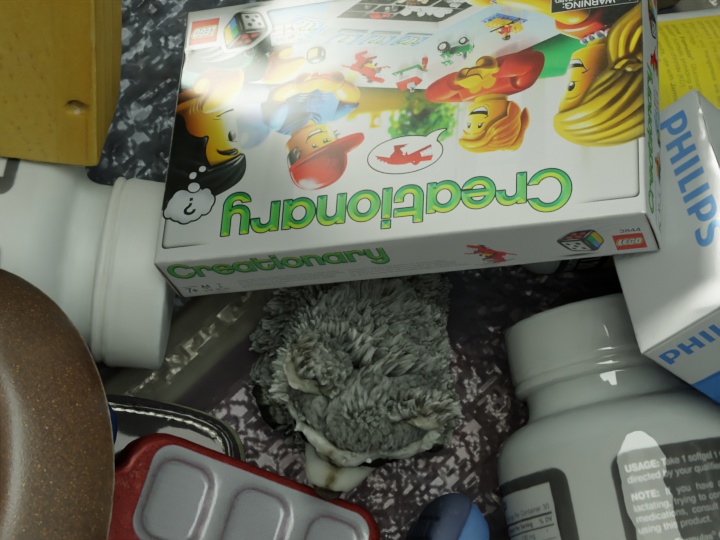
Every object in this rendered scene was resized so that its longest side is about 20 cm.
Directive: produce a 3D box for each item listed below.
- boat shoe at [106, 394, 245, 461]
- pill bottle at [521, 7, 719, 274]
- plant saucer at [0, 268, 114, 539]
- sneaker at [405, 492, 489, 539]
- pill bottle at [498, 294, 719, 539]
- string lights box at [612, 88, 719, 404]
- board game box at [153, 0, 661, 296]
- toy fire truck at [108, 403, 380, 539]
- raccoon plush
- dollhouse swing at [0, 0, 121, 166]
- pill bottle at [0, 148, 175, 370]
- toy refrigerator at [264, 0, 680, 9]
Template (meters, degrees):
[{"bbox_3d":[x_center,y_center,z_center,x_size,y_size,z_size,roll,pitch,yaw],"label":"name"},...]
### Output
[{"bbox_3d":[-0.150,0.085,0.728,0.200,0.065,0.072,4,80,-4],"label":"boat shoe"},{"bbox_3d":[0.163,-0.064,0.770,0.200,0.112,0.112,-7,77,-7],"label":"pill bottle"},{"bbox_3d":[-0.180,0.086,0.612,0.200,0.034,0.200,-11,66,27],"label":"plant saucer"},{"bbox_3d":[0.036,0.196,0.718,0.082,0.074,0.200,11,84,-2],"label":"sneaker"},{"bbox_3d":[0.120,0.115,0.715,0.111,0.111,0.200,-9,77,-7],"label":"pill bottle"},{"bbox_3d":[0.185,0.019,0.704,0.200,0.059,0.103,31,36,-38],"label":"string lights box"},{"bbox_3d":[0.019,-0.059,0.684,0.200,0.035,0.126,-6,60,18],"label":"board game box"},{"bbox_3d":[-0.102,0.142,0.677,0.200,0.112,0.168,24,71,-18],"label":"toy fire truck"},{"bbox_3d":[0.000,0.000,0.727,0.097,0.134,0.200,-1,76,-6],"label":"raccoon plush"},{"bbox_3d":[-0.194,-0.150,0.696,0.200,0.182,0.176,8,52,-3],"label":"dollhouse swing"},{"bbox_3d":[-0.180,-0.010,0.726,0.200,0.111,0.111,8,76,-3],"label":"pill bottle"},{"bbox_3d":[0.058,-0.145,0.799,0.200,0.076,0.070,-17,78,-8],"label":"toy refrigerator"}]
